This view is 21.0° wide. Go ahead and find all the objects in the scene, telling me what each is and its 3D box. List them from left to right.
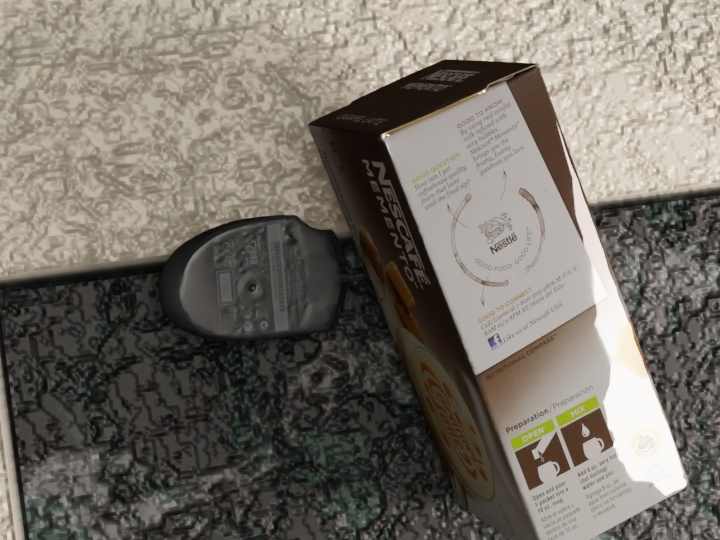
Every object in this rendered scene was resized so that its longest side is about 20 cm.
[{"bbox_3d":[0.000,0.000,0.927,0.198,0.034,0.059,-4,97,-18],"label":"computer mouse"},{"bbox_3d":[0.060,0.013,0.871,0.079,0.114,0.201,-25,104,-14],"label":"coffee box"}]
